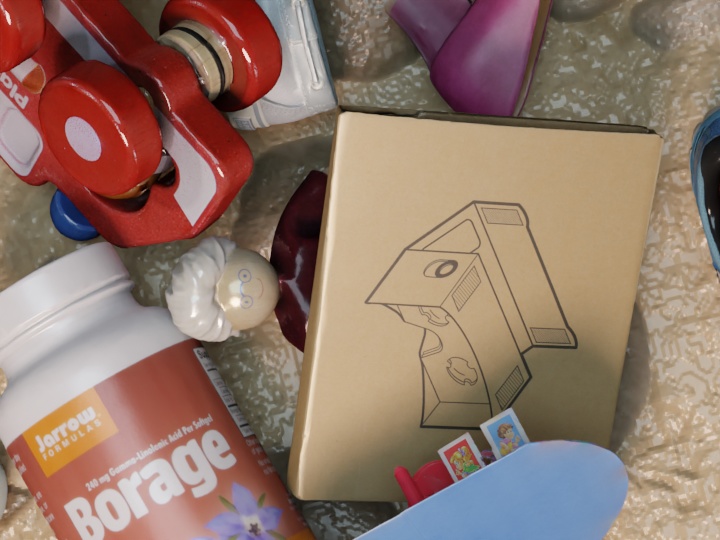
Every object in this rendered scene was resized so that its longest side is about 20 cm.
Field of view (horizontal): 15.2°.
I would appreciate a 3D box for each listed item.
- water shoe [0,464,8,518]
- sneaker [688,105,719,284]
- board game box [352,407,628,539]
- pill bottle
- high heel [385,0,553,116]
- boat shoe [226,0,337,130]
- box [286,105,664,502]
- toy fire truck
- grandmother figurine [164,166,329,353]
[{"bbox_3d":[-0.282,0.118,1.377,0.200,0.079,0.072,0,86,4],"label":"water shoe"},{"bbox_3d":[0.207,0.016,1.331,0.078,0.090,0.200,-24,92,18],"label":"sneaker"},{"bbox_3d":[0.034,0.130,1.326,0.200,0.158,0.039,-29,61,3],"label":"board game box"},{"bbox_3d":[-0.112,0.092,1.349,0.112,0.112,0.200,-31,85,2],"label":"pill bottle"},{"bbox_3d":[0.112,-0.160,1.371,0.200,0.067,0.096,-43,74,15],"label":"high heel"},{"bbox_3d":[-0.045,-0.174,1.387,0.071,0.070,0.201,-6,92,3],"label":"boat shoe"},{"bbox_3d":[0.054,0.021,1.328,0.163,0.021,0.200,3,109,-15],"label":"box"},{"bbox_3d":[-0.142,-0.094,1.351,0.200,0.168,0.112,47,55,5],"label":"toy fire truck"},{"bbox_3d":[0.000,0.000,1.347,0.200,0.061,0.121,-7,77,-16],"label":"grandmother figurine"}]
